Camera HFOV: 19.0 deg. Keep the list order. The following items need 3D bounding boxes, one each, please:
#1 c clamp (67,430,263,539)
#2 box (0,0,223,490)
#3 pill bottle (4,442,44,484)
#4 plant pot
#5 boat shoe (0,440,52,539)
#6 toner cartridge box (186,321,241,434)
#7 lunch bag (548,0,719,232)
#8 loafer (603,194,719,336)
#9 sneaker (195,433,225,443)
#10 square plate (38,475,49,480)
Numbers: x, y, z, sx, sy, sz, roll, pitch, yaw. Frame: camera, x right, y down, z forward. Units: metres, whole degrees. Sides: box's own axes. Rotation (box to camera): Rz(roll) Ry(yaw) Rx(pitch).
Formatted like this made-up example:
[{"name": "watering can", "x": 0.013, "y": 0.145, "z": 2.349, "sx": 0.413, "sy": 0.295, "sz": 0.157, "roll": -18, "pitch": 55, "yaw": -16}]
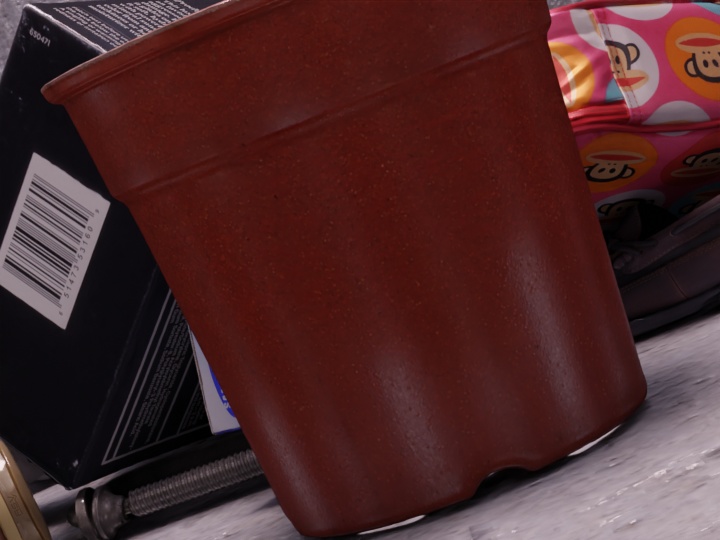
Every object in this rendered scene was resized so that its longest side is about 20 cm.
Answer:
[{"name": "c clamp", "x": -0.057, "y": 0.087, "z": 1.007, "sx": 0.200, "sy": 0.027, "sz": 0.171, "roll": -20, "pitch": 5, "yaw": 18}, {"name": "box", "x": -0.092, "y": -0.023, "z": 1.057, "sx": 0.198, "sy": 0.123, "sz": 0.200, "roll": -14, "pitch": -48, "yaw": -57}, {"name": "pill bottle", "x": -0.230, "y": 0.082, "z": 1.178, "sx": 0.200, "sy": 0.112, "sz": 0.112, "roll": -31, "pitch": -2, "yaw": 32}, {"name": "plant pot", "x": 0.007, "y": -0.015, "z": 0.823, "sx": 0.201, "sy": 0.195, "sz": 0.201, "roll": -21, "pitch": 4, "yaw": 2}, {"name": "boat shoe", "x": -0.202, "y": 0.119, "z": 1.029, "sx": 0.068, "sy": 0.072, "sz": 0.200, "roll": -27, "pitch": 3, "yaw": -19}, {"name": "toner cartridge box", "x": -0.009, "y": 0.013, "z": 0.998, "sx": 0.043, "sy": 0.095, "sz": 0.200, "roll": -14, "pitch": -2, "yaw": 29}, {"name": "lunch bag", "x": 0.138, "y": -0.058, "z": 1.040, "sx": 0.200, "sy": 0.082, "sz": 0.176, "roll": -5, "pitch": -25, "yaw": -22}, {"name": "loafer", "x": 0.152, "y": -0.014, "z": 0.987, "sx": 0.200, "sy": 0.063, "sz": 0.072, "roll": -19, "pitch": 5, "yaw": 28}, {"name": "sneaker", "x": -0.078, "y": 0.057, "z": 1.227, "sx": 0.200, "sy": 0.088, "sz": 0.081, "roll": -6, "pitch": -36, "yaw": -4}, {"name": "square plate", "x": -0.156, "y": 0.095, "z": 1.423, "sx": 0.200, "sy": 0.028, "sz": 0.198, "roll": -23, "pitch": 4, "yaw": -19}]
